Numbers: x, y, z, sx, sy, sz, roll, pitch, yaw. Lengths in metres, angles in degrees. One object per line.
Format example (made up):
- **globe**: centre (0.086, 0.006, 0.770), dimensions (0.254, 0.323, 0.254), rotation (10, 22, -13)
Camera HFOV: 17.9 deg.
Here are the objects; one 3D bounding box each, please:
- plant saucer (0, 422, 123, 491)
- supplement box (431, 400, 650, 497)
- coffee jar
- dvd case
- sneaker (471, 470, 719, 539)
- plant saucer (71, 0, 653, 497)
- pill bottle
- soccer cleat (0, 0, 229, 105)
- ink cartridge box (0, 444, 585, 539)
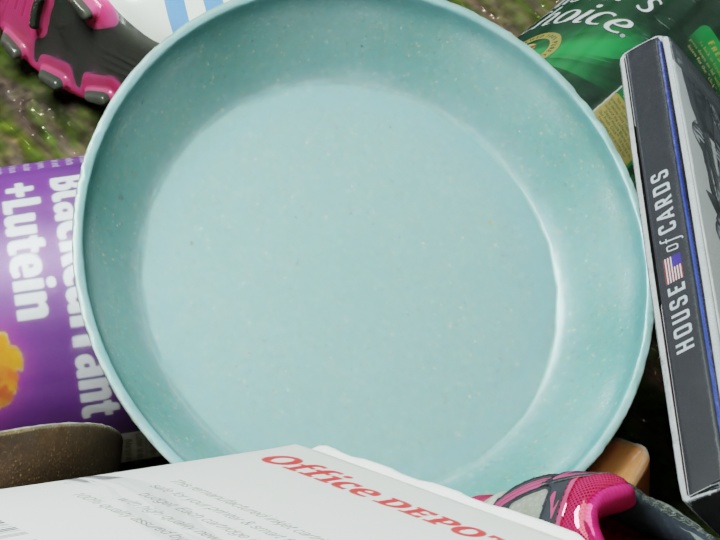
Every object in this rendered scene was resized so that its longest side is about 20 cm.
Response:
- **plant saucer**: centre (-0.162, 0.101, 0.711), dimensions (0.199, 0.200, 0.032), rotation (-20, 78, -17)
- **supplement box**: centre (0.028, 0.137, 0.748), dimensions (0.066, 0.069, 0.200), rotation (18, 49, 23)
- **coffee jar**: centre (0.099, -0.064, 0.904), dimensions (0.200, 0.086, 0.104), rotation (-41, 20, -32)
- **dvd case**: centre (0.146, 0.033, 0.799), dimensions (0.025, 0.150, 0.201), rotation (-26, 42, 25)
- **sneaker**: centre (0.114, 0.133, 0.705), dimensions (0.199, 0.075, 0.081), rotation (33, 57, -18)
- **plant saucer**: centre (0.000, 0.000, 0.769), dimensions (0.198, 0.036, 0.202), rotation (5, 69, -13)
- **pill bottle**: centre (-0.086, 0.013, 0.829), dimensions (0.198, 0.112, 0.112), rotation (-9, 48, -8)
- **soccer cleat**: centre (-0.080, -0.101, 0.971), dimensions (0.199, 0.070, 0.086), rotation (35, 41, 24)
- **ink cartridge box**: centre (-0.055, 0.109, 0.601), dimensions (0.199, 0.084, 0.146), rotation (-5, 11, -37)
